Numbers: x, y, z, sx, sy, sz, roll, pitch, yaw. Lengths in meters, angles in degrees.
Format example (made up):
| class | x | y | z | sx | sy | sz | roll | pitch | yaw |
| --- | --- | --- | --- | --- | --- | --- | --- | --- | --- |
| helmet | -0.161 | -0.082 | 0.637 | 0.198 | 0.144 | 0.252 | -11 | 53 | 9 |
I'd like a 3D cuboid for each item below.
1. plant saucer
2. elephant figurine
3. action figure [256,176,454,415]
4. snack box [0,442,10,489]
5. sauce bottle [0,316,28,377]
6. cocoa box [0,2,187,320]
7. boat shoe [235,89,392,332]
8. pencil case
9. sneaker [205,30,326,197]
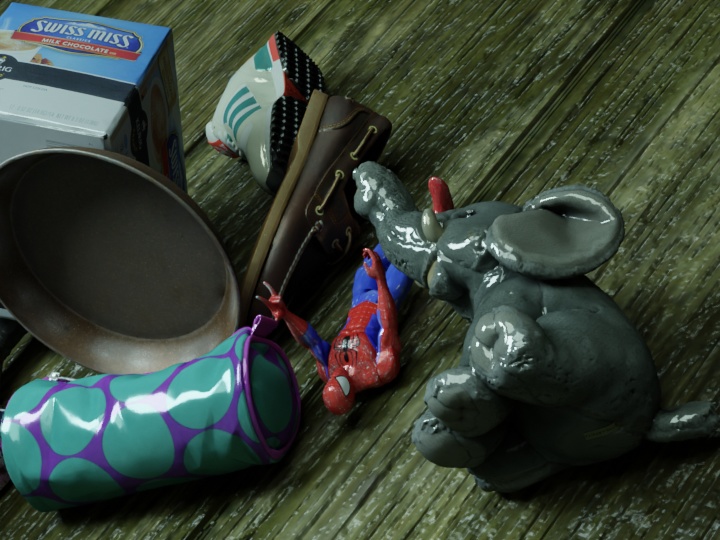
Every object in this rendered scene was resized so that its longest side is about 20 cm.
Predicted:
| class | x | y | z | sx | sy | sz | roll | pitch | yaw |
| --- | --- | --- | --- | --- | --- | --- | --- | --- | --- |
| plant saucer | -0.169 | -0.008 | 1.086 | 0.199 | 0.201 | 0.035 | -8 | 34 | 29 |
| elephant figurine | 0.091 | 0.012 | 0.910 | 0.141 | 0.155 | 0.201 | -36 | 36 | 33 |
| action figure | 0.000 | 0.000 | 1.041 | 0.065 | 0.099 | 0.201 | -10 | 42 | 30 |
| snack box | -0.347 | 0.139 | 1.064 | 0.067 | 0.169 | 0.200 | 11 | 53 | 48 |
| sauce bottle | -0.312 | 0.094 | 1.188 | 0.064 | 0.065 | 0.200 | 6 | 47 | 42 |
| cocoa box | -0.209 | -0.071 | 1.165 | 0.132 | 0.201 | 0.132 | 11 | 44 | 11 |
| boat shoe | -0.031 | -0.041 | 1.135 | 0.070 | 0.071 | 0.201 | 21 | 63 | -1 |
| pencil case | -0.138 | 0.096 | 1.030 | 0.198 | 0.085 | 0.093 | -13 | 71 | 23 |
| sneaker | -0.078 | -0.106 | 1.271 | 0.093 | 0.070 | 0.201 | -37 | 32 | 24 |
